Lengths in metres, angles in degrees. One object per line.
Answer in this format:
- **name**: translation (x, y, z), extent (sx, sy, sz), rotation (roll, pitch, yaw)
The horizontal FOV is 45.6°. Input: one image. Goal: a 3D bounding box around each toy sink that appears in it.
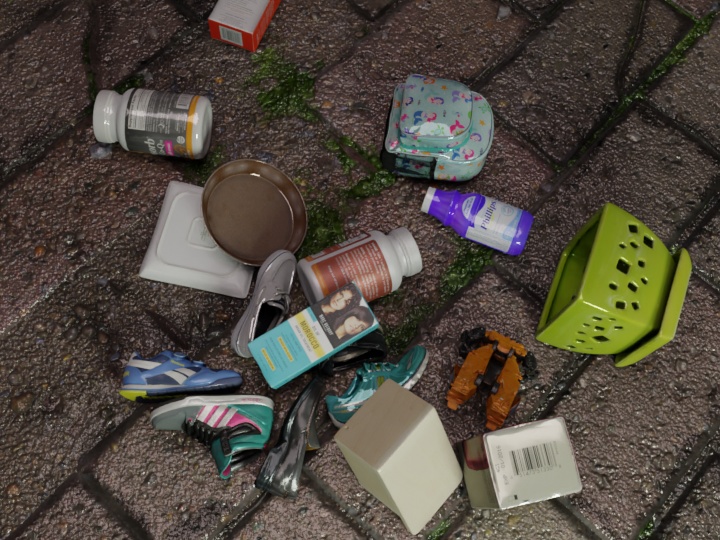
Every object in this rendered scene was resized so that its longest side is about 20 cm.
- **toy sink**: translation (0.061, 0.290, 1.333), extent (0.130, 0.201, 0.112), rotation (-44, 46, -20)

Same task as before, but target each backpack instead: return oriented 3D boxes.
- **backpack**: translation (0.148, -0.262, 1.589), extent (0.198, 0.151, 0.179), rotation (12, 64, -3)

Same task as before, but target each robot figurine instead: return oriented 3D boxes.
- **robot figurine**: translation (0.213, 0.169, 1.402), extent (0.144, 0.059, 0.200), rotation (28, 33, 10)

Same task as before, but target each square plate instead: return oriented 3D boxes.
- **square plate**: translation (-0.275, -0.063, 1.532), extent (0.196, 0.029, 0.202), rotation (11, 65, 2)

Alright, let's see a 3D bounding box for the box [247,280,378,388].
- **box**: translation (-0.075, 0.104, 1.373), extent (0.199, 0.049, 0.083), rotation (-31, 81, -4)

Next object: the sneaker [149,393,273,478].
- **sneaker**: translation (-0.235, 0.268, 1.358), extent (0.198, 0.084, 0.122), rotation (-3, 56, -6)

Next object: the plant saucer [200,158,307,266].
- **plant saucer**: translation (-0.191, -0.099, 1.519), extent (0.199, 0.034, 0.202), rotation (10, 68, -25)

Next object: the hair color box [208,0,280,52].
- **hair color box**: translation (-0.223, -0.550, 1.738), extent (0.101, 0.061, 0.201), rotation (20, 67, 6)

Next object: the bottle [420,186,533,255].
- **bottle**: translation (0.210, -0.097, 1.555), extent (0.198, 0.065, 0.084), rotation (21, 67, 6)

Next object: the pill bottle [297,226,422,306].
- **pill bottle**: translation (0.000, 0.000, 1.473), extent (0.198, 0.112, 0.113), rotation (-22, 68, -13)

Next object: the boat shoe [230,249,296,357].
- **boat shoe**: translation (-0.148, 0.058, 1.452), extent (0.065, 0.073, 0.202), rotation (2, 66, 47)

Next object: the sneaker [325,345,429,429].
- **sneaker**: translation (0.031, 0.182, 1.401), extent (0.199, 0.077, 0.080), rotation (-36, 93, -18)

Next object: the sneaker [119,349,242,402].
- **sneaker**: translation (-0.292, 0.168, 1.402), extent (0.198, 0.074, 0.083), rotation (0, 63, -4)

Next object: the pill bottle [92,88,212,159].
- **pill bottle**: translation (-0.379, -0.272, 1.573), extent (0.198, 0.117, 0.117), rotation (6, 65, 0)

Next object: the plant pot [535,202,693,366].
- **plant pot**: translation (0.431, 0.038, 1.441), extent (0.180, 0.200, 0.200), rotation (24, 66, 1)

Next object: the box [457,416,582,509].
- **box**: translation (0.234, 0.294, 1.298), extent (0.127, 0.200, 0.110), rotation (-11, 77, -8)

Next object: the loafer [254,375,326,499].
- **loafer**: translation (-0.096, 0.268, 1.375), extent (0.072, 0.073, 0.201), rotation (26, 76, -1)

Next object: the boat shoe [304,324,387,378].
- **boat shoe**: translation (-0.047, 0.145, 1.423), extent (0.197, 0.075, 0.066), rotation (-10, 48, -18)
